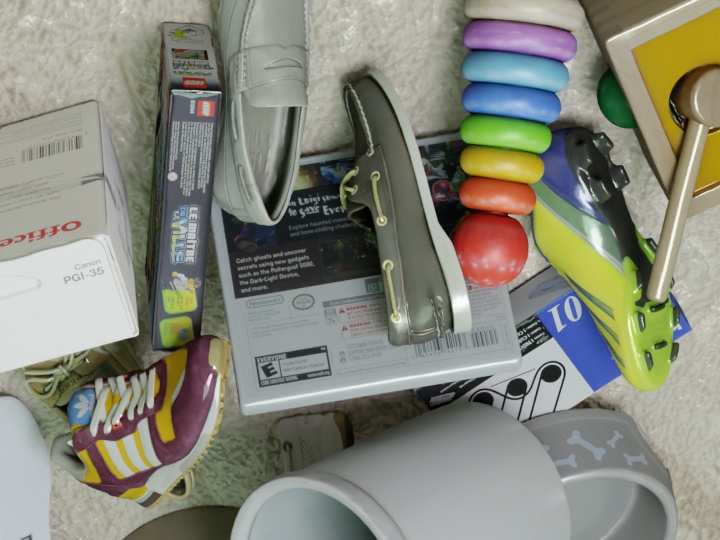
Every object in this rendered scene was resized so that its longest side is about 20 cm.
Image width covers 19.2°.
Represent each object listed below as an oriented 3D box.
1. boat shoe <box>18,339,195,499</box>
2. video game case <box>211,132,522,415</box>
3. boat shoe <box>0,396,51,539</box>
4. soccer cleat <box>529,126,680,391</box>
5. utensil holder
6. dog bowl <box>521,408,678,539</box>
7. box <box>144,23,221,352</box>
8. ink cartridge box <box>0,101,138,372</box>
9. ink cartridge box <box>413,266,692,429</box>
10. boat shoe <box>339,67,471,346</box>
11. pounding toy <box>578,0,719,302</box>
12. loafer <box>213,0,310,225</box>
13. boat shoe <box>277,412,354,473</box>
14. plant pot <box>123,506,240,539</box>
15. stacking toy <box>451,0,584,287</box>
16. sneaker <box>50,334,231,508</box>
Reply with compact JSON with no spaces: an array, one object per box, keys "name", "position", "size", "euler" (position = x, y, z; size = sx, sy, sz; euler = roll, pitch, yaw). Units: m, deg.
[{"name":"boat shoe","position":[-0.193,0.092,1.577],"size":[0.073,0.063,0.201],"euler":[-34,119,11]},{"name":"video game case","position":[0.000,0.000,1.502],"size":[0.198,0.183,0.023],"euler":[-9,157,-3]},{"name":"boat shoe","position":[-0.271,0.196,1.605],"size":[0.067,0.072,0.202],"euler":[-5,97,37]},{"name":"soccer cleat","position":[0.170,-0.006,1.549],"size":[0.083,0.065,0.202],"euler":[-17,96,39]},{"name":"utensil holder","position":[0.033,0.198,1.525],"size":[0.199,0.169,0.171],"euler":[-20,132,-47]},{"name":"dog bowl","position":[0.159,0.200,1.673],"size":[0.198,0.059,0.201],"euler":[-10,133,-11]},{"name":"box","position":[-0.124,-0.057,1.477],"size":[0.034,0.110,0.201],"euler":[2,119,-10]},{"name":"ink cartridge box","position":[-0.230,-0.020,1.428],"size":[0.145,0.200,0.083],"euler":[-15,121,0]},{"name":"ink cartridge box","position":[0.142,0.058,1.622],"size":[0.199,0.044,0.094],"euler":[-33,121,10]},{"name":"boat shoe","position":[0.020,-0.045,1.469],"size":[0.060,0.203,0.072],"euler":[-17,161,-5]},{"name":"pounding toy","position":[0.245,-0.120,1.480],"size":[0.199,0.142,0.185],"euler":[-25,120,5]},{"name":"loafer","position":[-0.060,-0.129,1.454],"size":[0.070,0.070,0.202],"euler":[-9,115,-35]},{"name":"boat shoe","position":[-0.040,0.210,1.632],"size":[0.069,0.071,0.202],"euler":[-1,79,7]},{"name":"plant pot","position":[-0.112,0.317,1.640],"size":[0.186,0.200,0.189],"euler":[-4,120,-6]},{"name":"stacking toy","position":[0.102,-0.089,1.465],"size":[0.085,0.085,0.202],"euler":[6,91,-12]},{"name":"sneaker","position":[-0.156,0.102,1.484],"size":[0.089,0.075,0.200],"euler":[19,140,-15]}]
